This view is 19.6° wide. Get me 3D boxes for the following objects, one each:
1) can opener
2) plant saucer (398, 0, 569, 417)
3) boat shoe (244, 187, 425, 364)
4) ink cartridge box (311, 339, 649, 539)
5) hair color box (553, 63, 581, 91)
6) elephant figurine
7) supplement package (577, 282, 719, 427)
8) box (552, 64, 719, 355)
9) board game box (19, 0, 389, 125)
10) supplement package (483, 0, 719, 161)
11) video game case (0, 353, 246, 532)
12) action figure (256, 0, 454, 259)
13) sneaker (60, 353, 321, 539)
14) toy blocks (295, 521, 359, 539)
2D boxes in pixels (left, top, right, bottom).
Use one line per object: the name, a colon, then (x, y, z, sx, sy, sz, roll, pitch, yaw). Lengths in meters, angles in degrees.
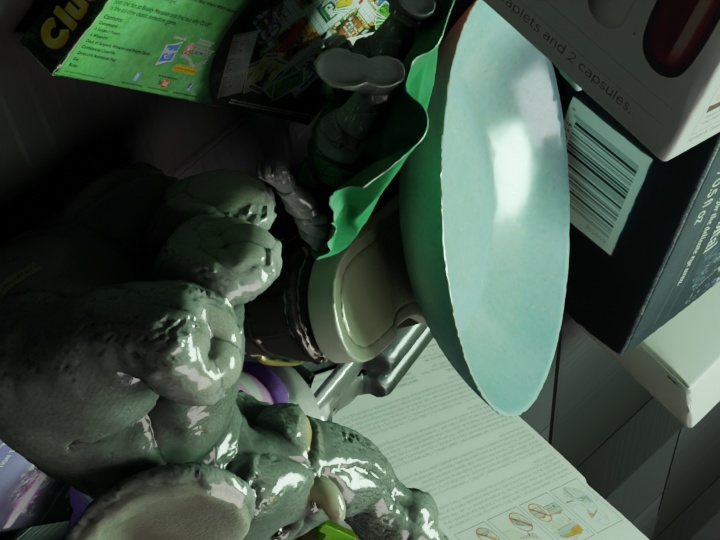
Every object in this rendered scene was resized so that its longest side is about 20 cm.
can opener: (-0.004, 0.031, 1.096, 0.200, 0.067, 0.053, -51, 165, -29)
plant saucer: (0.054, -0.032, 0.977, 0.201, 0.039, 0.201, -2, 90, -69)
boat shoe: (0.000, 0.000, 0.997, 0.061, 0.072, 0.201, -6, -173, 22)
ink cartridge box: (0.059, 0.127, 1.173, 0.161, 0.200, 0.050, -14, 143, -56)
hair color box: (0.132, -0.167, 0.799, 0.200, 0.099, 0.061, -34, 153, -10)
elephant figurine: (-0.072, 0.070, 0.821, 0.142, 0.155, 0.200, -53, 141, -42)
supplement package: (0.248, -0.014, 1.404, 0.200, 0.120, 0.121, -44, 162, -6)
box: (0.187, -0.092, 1.123, 0.200, 0.117, 0.197, -34, 155, -34)
board game box: (-0.038, -0.107, 0.777, 0.105, 0.023, 0.200, -49, 161, 15)
supplement package: (0.091, -0.159, 0.669, 0.156, 0.200, 0.111, -28, 154, -41)
video game case: (-0.113, 0.062, 0.964, 0.143, 0.019, 0.200, -52, 159, 16)
action figure: (-0.003, -0.054, 0.820, 0.200, 0.055, 0.118, 114, 1, -70)
sneaker: (-0.107, 0.117, 0.958, 0.200, 0.080, 0.088, -54, 153, 7)
toy blocks: (-0.024, 0.218, 1.257, 0.100, 0.200, 0.137, 29, 111, -29)
